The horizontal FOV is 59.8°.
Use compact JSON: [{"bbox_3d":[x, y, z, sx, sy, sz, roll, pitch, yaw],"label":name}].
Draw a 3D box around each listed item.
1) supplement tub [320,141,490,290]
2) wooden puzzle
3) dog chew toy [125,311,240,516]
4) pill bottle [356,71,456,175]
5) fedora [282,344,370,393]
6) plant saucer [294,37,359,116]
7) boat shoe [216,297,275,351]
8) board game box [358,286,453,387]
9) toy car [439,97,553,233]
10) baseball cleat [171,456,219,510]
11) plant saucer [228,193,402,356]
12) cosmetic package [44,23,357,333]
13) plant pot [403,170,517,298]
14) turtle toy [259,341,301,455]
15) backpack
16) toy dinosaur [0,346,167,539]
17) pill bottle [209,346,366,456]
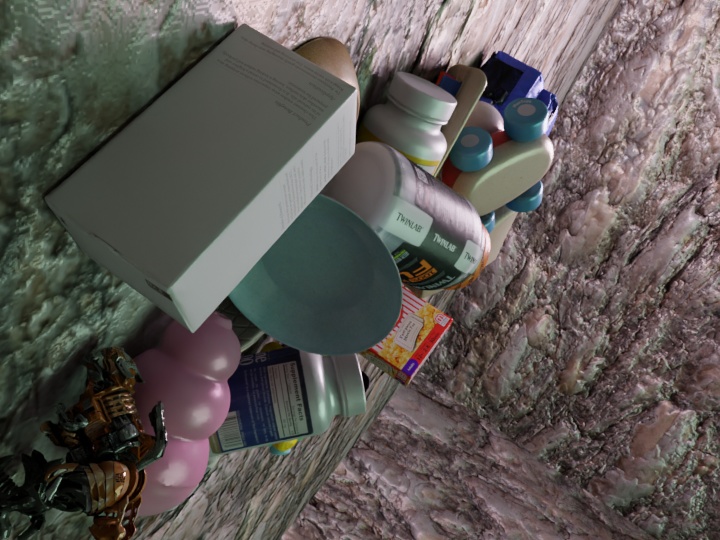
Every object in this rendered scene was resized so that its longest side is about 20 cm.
[{"bbox_3d":[0.054,-0.050,0.700,0.200,0.123,0.123,23,102,-43],"label":"supplement tub"},{"bbox_3d":[0.101,-0.211,0.896,0.186,0.046,0.200,-61,-169,19],"label":"wooden puzzle"},{"bbox_3d":[-0.186,0.131,0.609,0.200,0.124,0.125,-62,167,-3],"label":"dog chew toy"},{"bbox_3d":[0.040,-0.138,0.787,0.111,0.111,0.200,-33,153,-59],"label":"pill bottle"},{"bbox_3d":[-0.079,0.163,1.037,0.201,0.200,0.092,-30,120,-62],"label":"fedora"},{"bbox_3d":[-0.055,-0.132,0.632,0.200,0.035,0.200,-52,165,-20],"label":"plant saucer"},{"bbox_3d":[-0.121,0.042,0.726,0.200,0.076,0.072,-45,166,-31],"label":"boat shoe"},{"bbox_3d":[0.046,0.096,1.155,0.152,0.200,0.046,-49,164,-32],"label":"board game box"},{"bbox_3d":[0.172,-0.191,0.962,0.177,0.200,0.185,-29,143,-8],"label":"toy car"},{"bbox_3d":[-0.251,0.283,0.830,0.107,0.070,0.200,-57,166,2],"label":"baseball cleat"},{"bbox_3d":[-0.049,-0.002,0.621,0.039,0.201,0.201,-60,173,-49],"label":"plant saucer"},{"bbox_3d":[-0.102,-0.070,0.451,0.200,0.113,0.081,-50,165,-20],"label":"cosmetic package"},{"bbox_3d":[0.124,-0.071,1.100,0.177,0.200,0.200,-41,162,-17],"label":"plant pot"},{"bbox_3d":[-0.098,0.180,0.893,0.200,0.146,0.101,-35,145,-31],"label":"turtle toy"},{"bbox_3d":[0.235,-0.251,1.100,0.200,0.168,0.163,-50,159,-10],"label":"backpack"},{"bbox_3d":[-0.222,0.164,0.499,0.102,0.135,0.200,81,0,-49],"label":"toy dinosaur"},{"bbox_3d":[-0.099,0.151,0.760,0.199,0.111,0.111,-10,154,-8],"label":"pill bottle"}]
